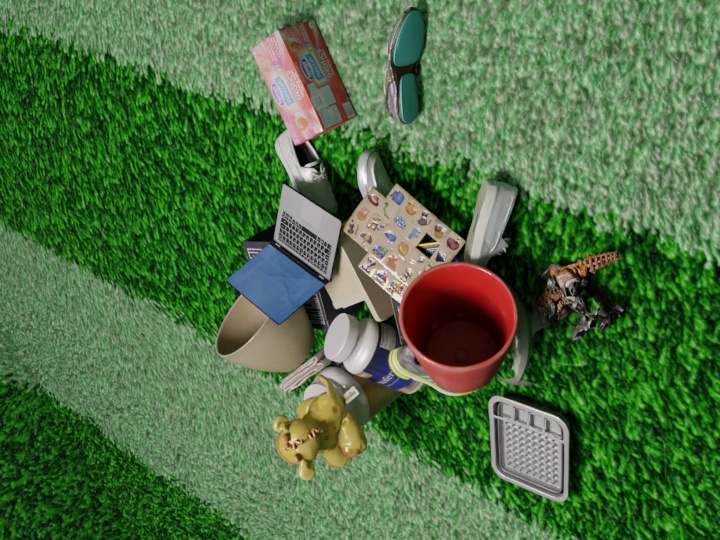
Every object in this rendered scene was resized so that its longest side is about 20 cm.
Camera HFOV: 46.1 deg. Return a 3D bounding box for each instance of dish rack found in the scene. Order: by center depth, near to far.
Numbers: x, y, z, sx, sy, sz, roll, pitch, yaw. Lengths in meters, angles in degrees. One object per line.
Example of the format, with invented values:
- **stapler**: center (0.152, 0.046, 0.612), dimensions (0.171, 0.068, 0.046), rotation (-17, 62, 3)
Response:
- **dish rack**: center (0.330, 0.333, 1.622), dimensions (0.171, 0.043, 0.202), rotation (15, 123, 37)

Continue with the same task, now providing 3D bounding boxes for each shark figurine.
- **shark figurine**: center (0.296, 0.120, 1.509), dimensions (0.128, 0.089, 0.217), rotation (-147, 45, -74)

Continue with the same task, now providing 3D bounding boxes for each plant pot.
- **plant pot**: center (0.172, 0.114, 1.461), dimensions (0.200, 0.201, 0.178), rotation (35, 161, 24)

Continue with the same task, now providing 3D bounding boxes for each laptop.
- **laptop**: center (-0.149, -0.036, 1.621), dimensions (0.187, 0.115, 0.202), rotation (34, 122, 38)

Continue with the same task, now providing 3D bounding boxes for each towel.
- **towel**: center (-0.077, 0.182, 1.758), dimensions (0.132, 0.200, 0.035), rotation (-38, 89, 35)

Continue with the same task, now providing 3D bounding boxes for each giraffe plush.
- **giraffe plush**: center (-0.092, 0.320, 1.630), dimensions (0.172, 0.162, 0.201), rotation (39, 135, 21)

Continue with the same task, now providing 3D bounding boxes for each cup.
- **cup**: center (-0.177, 0.126, 1.724), dimensions (0.143, 0.201, 0.199), rotation (39, 146, -26)

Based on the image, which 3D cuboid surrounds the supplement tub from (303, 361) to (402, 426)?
- **supplement tub**: center (-0.008, 0.245, 1.779), dimensions (0.144, 0.199, 0.146), rotation (22, 127, 33)

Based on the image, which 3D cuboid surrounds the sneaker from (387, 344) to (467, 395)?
- **sneaker**: center (0.155, 0.186, 1.615), dimensions (0.081, 0.198, 0.075), rotation (139, 142, -57)

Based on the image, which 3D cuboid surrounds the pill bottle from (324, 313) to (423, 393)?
- **pill bottle**: center (0.035, 0.162, 1.681), dimensions (0.199, 0.117, 0.116), rotation (23, 144, -23)

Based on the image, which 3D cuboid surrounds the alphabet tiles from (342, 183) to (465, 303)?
- **alphabet tiles**: center (0.067, -0.051, 1.540), dimensions (0.200, 0.008, 0.168), rotation (41, 108, 12)

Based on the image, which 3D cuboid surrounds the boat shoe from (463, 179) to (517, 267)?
- **boat shoe**: center (0.226, -0.058, 1.462), dimensions (0.071, 0.070, 0.202), rotation (8, 118, -4)

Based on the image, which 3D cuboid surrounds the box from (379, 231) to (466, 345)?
- **box**: center (0.135, 0.036, 1.586), dimensions (0.158, 0.049, 0.202), rotation (-7, 111, 16)

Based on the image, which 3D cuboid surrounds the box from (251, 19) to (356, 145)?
- **box**: center (-0.107, -0.353, 1.596), dimensions (0.094, 0.102, 0.201), rotation (-16, 102, 47)

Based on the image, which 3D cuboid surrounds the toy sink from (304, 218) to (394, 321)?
- **toy sink**: center (0.000, 0.000, 1.681), dimensions (0.112, 0.130, 0.201), rotation (-23, 98, 48)

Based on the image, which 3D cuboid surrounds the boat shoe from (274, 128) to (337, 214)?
- **boat shoe**: center (-0.104, -0.198, 1.706), dimensions (0.201, 0.073, 0.065), rotation (56, 143, 2)

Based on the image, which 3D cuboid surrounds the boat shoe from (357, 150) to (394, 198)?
- **boat shoe**: center (0.051, -0.133, 1.596), dimensions (0.065, 0.074, 0.201), rotation (3, 125, 33)

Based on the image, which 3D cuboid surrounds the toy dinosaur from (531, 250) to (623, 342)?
- **toy dinosaur**: center (0.355, 0.037, 1.393), dimensions (0.136, 0.101, 0.200), rotation (61, 163, 21)

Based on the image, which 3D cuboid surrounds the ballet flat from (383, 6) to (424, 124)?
- **ballet flat**: center (0.066, -0.354, 1.457), dimensions (0.072, 0.072, 0.202), rotation (23, 126, 33)

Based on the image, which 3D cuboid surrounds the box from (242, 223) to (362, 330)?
- **box**: center (-0.123, 0.008, 1.808), dimensions (0.199, 0.123, 0.200), rotation (4, 116, 42)
